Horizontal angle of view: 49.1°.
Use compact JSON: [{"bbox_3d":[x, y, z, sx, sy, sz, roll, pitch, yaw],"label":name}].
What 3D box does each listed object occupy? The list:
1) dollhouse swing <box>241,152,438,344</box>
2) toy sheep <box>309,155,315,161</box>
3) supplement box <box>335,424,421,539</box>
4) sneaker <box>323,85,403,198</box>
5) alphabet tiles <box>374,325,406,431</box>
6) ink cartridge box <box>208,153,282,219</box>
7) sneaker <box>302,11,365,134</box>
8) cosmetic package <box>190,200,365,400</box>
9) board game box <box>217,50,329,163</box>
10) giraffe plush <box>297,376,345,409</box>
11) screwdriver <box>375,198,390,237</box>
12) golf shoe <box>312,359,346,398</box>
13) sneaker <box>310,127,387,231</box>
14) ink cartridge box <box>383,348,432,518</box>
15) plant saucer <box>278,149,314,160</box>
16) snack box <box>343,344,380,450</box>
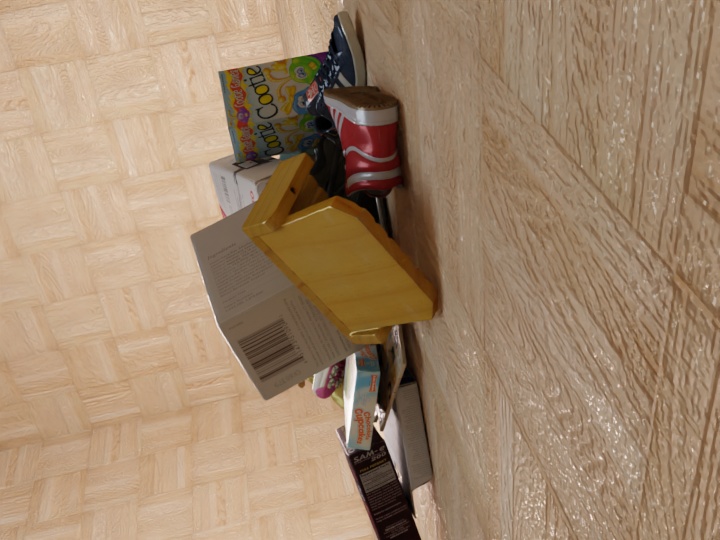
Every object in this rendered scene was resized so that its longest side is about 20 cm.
[{"bbox_3d":[0.001,-0.041,0.891,0.200,0.174,0.184,46,-139,-22],"label":"dollhouse swing"},{"bbox_3d":[-0.052,-0.103,1.295,0.139,0.135,0.202,-107,-5,-48],"label":"toy sheep"},{"bbox_3d":[0.031,0.328,1.158,0.109,0.060,0.204,-143,33,-76],"label":"supplement box"},{"bbox_3d":[0.002,-0.152,0.923,0.200,0.069,0.115,-120,22,-67],"label":"sneaker"},{"bbox_3d":[0.034,0.121,1.131,0.202,0.007,0.170,104,165,-47],"label":"alphabet tiles"},{"bbox_3d":[-0.158,-0.101,1.265,0.199,0.082,0.149,26,133,55],"label":"ink cartridge box"},{"bbox_3d":[-0.039,-0.256,1.071,0.202,0.082,0.076,87,170,-54],"label":"sneaker"},{"bbox_3d":[-0.115,0.027,1.087,0.201,0.162,0.167,60,175,47],"label":"cosmetic package"},{"bbox_3d":[-0.111,-0.255,1.225,0.103,0.195,0.107,92,164,-69],"label":"board game box"},{"bbox_3d":[-0.014,0.136,1.361,0.173,0.196,0.166,-39,-28,-82],"label":"giraffe plush"},{"bbox_3d":[0.027,-0.064,1.036,0.029,0.027,0.205,-40,-60,-63],"label":"screwdriver"},{"bbox_3d":[-0.053,0.101,1.269,0.075,0.089,0.205,42,-119,-67],"label":"golf shoe"},{"bbox_3d":[-0.022,-0.094,1.083,0.076,0.111,0.205,-124,22,-80],"label":"sneaker"},{"bbox_3d":[0.063,0.233,1.193,0.196,0.042,0.205,-129,28,-74],"label":"ink cartridge box"},{"bbox_3d":[-0.076,-0.167,1.387,0.199,0.027,0.206,-22,-63,-53],"label":"plant saucer"},{"bbox_3d":[-0.001,0.156,1.148,0.201,0.036,0.119,-98,14,-71],"label":"snack box"}]
